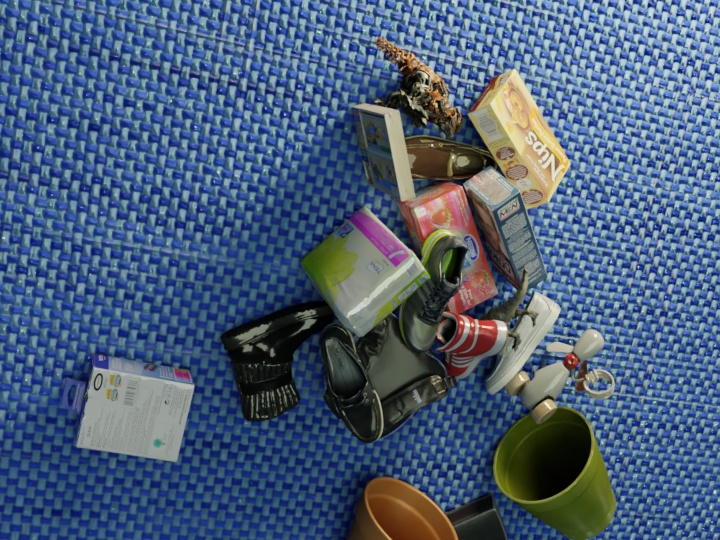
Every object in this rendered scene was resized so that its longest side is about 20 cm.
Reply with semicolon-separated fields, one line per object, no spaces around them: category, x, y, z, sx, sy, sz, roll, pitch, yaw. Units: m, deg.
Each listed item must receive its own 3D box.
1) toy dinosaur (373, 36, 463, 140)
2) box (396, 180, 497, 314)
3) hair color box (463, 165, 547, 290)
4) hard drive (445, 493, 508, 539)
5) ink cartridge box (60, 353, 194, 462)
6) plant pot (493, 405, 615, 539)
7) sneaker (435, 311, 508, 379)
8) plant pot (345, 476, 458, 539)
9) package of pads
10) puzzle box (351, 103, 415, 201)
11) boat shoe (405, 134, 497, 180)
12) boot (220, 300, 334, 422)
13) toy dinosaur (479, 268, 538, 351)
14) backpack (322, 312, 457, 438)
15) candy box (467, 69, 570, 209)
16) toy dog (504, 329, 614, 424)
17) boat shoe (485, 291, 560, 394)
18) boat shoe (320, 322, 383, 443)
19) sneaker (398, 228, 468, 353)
toy dinosaur;0.087;-0.289;1.545;0.199;0.102;0.137;38;58;-3
box;0.147;-0.040;1.605;0.093;0.103;0.203;-24;107;-10
hair color box;0.246;-0.067;1.596;0.060;0.100;0.202;-32;129;-7
hard drive;0.225;0.538;1.791;0.132;0.042;0.204;-19;107;-12
ink cartridge box;-0.379;0.218;1.523;0.196;0.076;0.139;12;98;-20
plant pot;0.373;0.390;1.736;0.200;0.200;0.194;-41;122;-3
sneaker;0.156;0.127;1.604;0.110;0.200;0.073;11;61;-19
plant pot;0.057;0.487;1.663;0.197;0.201;0.141;25;111;-20
package of pads;0.000;0.000;1.518;0.154;0.200;0.068;-41;127;-3
puzzle box;0.034;-0.190;1.485;0.025;0.200;0.136;-15;105;-11
boat shoe;0.136;-0.187;1.581;0.198;0.075;0.076;-3;104;-15
boot;-0.120;0.149;1.580;0.207;0.079;0.161;-19;101;0
toy dinosaur;0.255;0.085;1.636;0.087;0.048;0.200;31;128;-12
backpack;0.027;0.178;1.593;0.190;0.154;0.200;-44;94;-5
candy box;0.270;-0.221;1.596;0.201;0.055;0.116;55;49;-20
toy dog;0.362;0.196;1.723;0.197;0.096;0.134;-22;73;12
boat shoe;0.277;0.128;1.707;0.071;0.070;0.202;36;95;2
boat shoe;-0.017;0.184;1.494;0.073;0.066;0.204;-13;95;9
sneaker;0.118;0.034;1.507;0.073;0.081;0.204;14;92;-21
